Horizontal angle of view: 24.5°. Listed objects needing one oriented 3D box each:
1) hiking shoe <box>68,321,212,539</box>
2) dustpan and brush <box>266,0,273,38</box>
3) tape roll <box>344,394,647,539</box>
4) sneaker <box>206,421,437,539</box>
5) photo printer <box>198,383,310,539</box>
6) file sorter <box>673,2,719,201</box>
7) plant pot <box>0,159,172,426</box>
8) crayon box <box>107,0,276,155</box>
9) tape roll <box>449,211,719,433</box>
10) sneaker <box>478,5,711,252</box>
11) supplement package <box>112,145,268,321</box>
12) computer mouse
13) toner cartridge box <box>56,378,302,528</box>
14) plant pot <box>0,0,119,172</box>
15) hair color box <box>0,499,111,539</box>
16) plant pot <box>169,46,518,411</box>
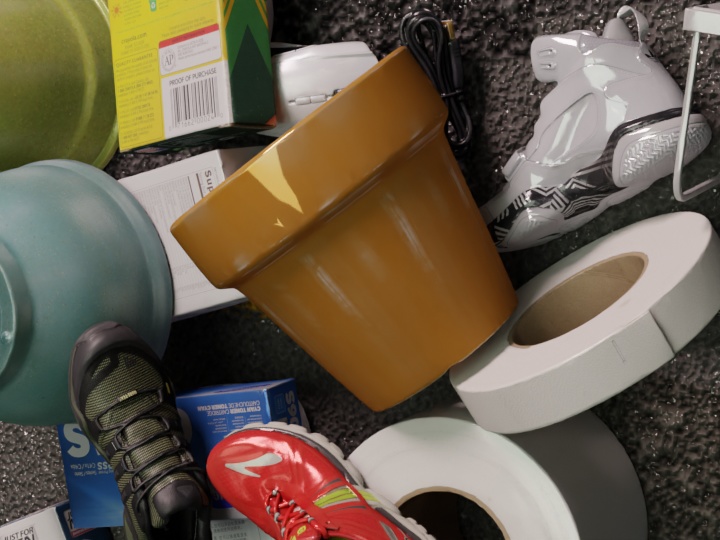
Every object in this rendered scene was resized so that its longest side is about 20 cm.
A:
[{"bbox_3d":[-0.140,0.130,1.157,0.100,0.075,0.202,18,131,57],"label":"hiking shoe"},{"bbox_3d":[-0.098,-0.214,1.255,0.200,0.057,0.140,-39,79,26],"label":"dustpan and brush"},{"bbox_3d":[0.088,0.189,1.168,0.201,0.139,0.205,4,98,28],"label":"tape roll"},{"bbox_3d":[-0.029,0.167,1.100,0.199,0.085,0.078,30,109,24],"label":"sneaker"},{"bbox_3d":[-0.105,0.192,1.308,0.165,0.069,0.202,-12,90,29],"label":"photo printer"},{"bbox_3d":[0.305,-0.090,1.019,0.198,0.138,0.126,14,106,25],"label":"file sorter"},{"bbox_3d":[-0.255,0.023,1.204,0.198,0.134,0.203,3,97,28],"label":"plant pot"},{"bbox_3d":[-0.128,-0.194,1.218,0.126,0.051,0.203,-8,86,43],"label":"crayon box"},{"bbox_3d":[0.150,0.032,1.080,0.202,0.203,0.037,-27,104,28],"label":"tape roll"},{"bbox_3d":[0.138,-0.093,1.144,0.199,0.075,0.116,-30,75,32],"label":"sneaker"},{"bbox_3d":[-0.147,-0.018,1.279,0.198,0.109,0.115,-14,90,29],"label":"supplement package"},{"bbox_3d":[-0.019,-0.129,1.211,0.198,0.044,0.111,-3,113,21],"label":"computer mouse"},{"bbox_3d":[-0.136,0.140,1.253,0.198,0.043,0.096,-9,94,29],"label":"toner cartridge box"},{"bbox_3d":[-0.312,-0.149,1.307,0.198,0.184,0.203,4,99,26],"label":"plant pot"},{"bbox_3d":[-0.242,0.300,1.400,0.099,0.060,0.202,-22,87,28],"label":"hair color box"},{"bbox_3d":[0.005,-0.016,1.108,0.200,0.200,0.184,-35,94,27],"label":"plant pot"}]
